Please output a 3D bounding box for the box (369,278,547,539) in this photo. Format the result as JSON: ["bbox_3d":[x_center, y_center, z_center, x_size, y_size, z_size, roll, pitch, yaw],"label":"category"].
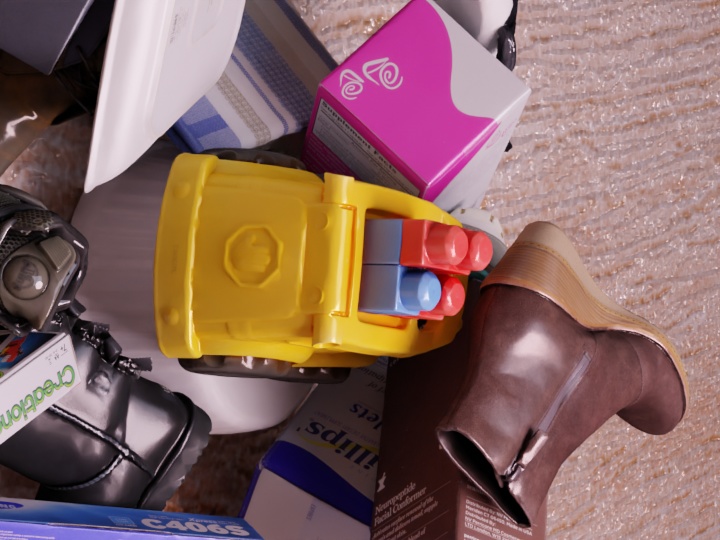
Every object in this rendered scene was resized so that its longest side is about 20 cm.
[{"bbox_3d":[0.065,0.117,1.437,0.075,0.100,0.200,26,49,-23],"label":"box"}]

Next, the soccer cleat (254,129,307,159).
[{"bbox_3d":[-0.052,-0.095,1.601,0.200,0.069,0.078,-20,111,-60],"label":"soccer cleat"}]

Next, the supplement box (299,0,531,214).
[{"bbox_3d":[0.029,-0.079,1.522,0.101,0.103,0.200,-43,171,-21],"label":"supplement box"}]

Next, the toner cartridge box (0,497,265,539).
[{"bbox_3d":[-0.161,0.187,1.337,0.199,0.043,0.095,9,100,-26],"label":"toner cartridge box"}]

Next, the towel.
[{"bbox_3d":[-0.094,-0.142,1.493,0.147,0.024,0.200,51,33,8],"label":"towel"}]

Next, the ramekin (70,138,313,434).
[{"bbox_3d":[-0.099,0.014,1.496,0.200,0.097,0.201,-4,94,-59],"label":"ramekin"}]

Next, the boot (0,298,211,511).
[{"bbox_3d":[-0.193,0.117,1.363,0.162,0.073,0.199,38,81,-37],"label":"boot"}]

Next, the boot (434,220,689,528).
[{"bbox_3d":[0.122,0.088,1.396,0.200,0.072,0.167,48,52,-35],"label":"boot"}]

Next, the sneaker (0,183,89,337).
[{"bbox_3d":[-0.228,-0.020,1.239,0.199,0.114,0.076,17,94,-42],"label":"sneaker"}]

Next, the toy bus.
[{"bbox_3d":[0.000,0.000,1.382,0.200,0.191,0.136,13,79,-59],"label":"toy bus"}]

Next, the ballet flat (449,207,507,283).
[{"bbox_3d":[0.069,-0.011,1.533,0.200,0.067,0.064,82,25,-76],"label":"ballet flat"}]

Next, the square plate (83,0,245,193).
[{"bbox_3d":[-0.096,-0.162,1.307,0.198,0.028,0.201,-56,163,-62],"label":"square plate"}]

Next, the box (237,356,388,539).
[{"bbox_3d":[-0.003,0.153,1.579,0.200,0.105,0.184,-52,167,-45],"label":"box"}]

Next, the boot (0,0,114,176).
[{"bbox_3d":[-0.183,-0.114,1.333,0.075,0.097,0.200,47,59,-40],"label":"boot"}]

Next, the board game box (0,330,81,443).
[{"bbox_3d":[-0.257,0.086,1.208,0.200,0.126,0.035,-39,124,-51],"label":"board game box"}]

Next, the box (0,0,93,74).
[{"bbox_3d":[-0.182,-0.239,1.269,0.148,0.107,0.200,30,57,-8],"label":"box"}]

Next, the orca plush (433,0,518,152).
[{"bbox_3d":[0.094,-0.162,1.514,0.071,0.105,0.200,-28,134,-20],"label":"orca plush"}]
